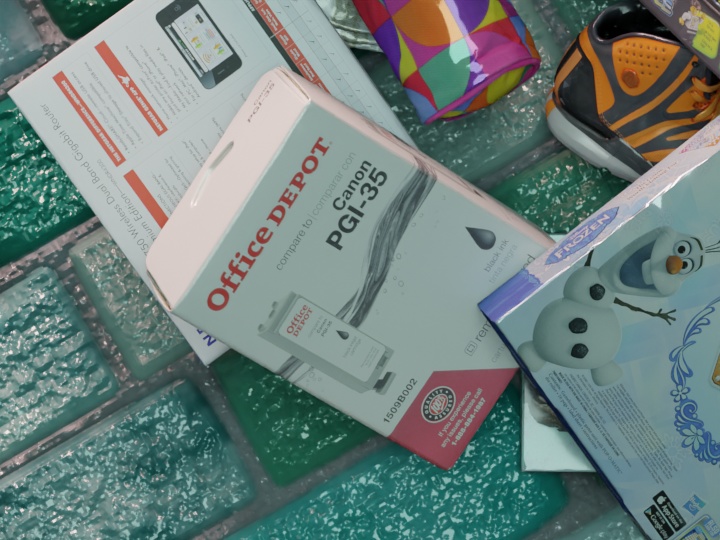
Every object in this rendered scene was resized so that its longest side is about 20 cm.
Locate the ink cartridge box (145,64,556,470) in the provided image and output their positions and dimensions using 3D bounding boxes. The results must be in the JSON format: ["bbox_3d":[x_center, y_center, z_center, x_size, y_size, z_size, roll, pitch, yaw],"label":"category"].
[{"bbox_3d":[0.000,0.000,1.329,0.200,0.083,0.147,30,98,-23],"label":"ink cartridge box"}]

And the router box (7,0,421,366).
[{"bbox_3d":[-0.078,-0.077,1.382,0.179,0.049,0.200,-35,97,-1],"label":"router box"}]

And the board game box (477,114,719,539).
[{"bbox_3d":[0.201,0.038,1.329,0.199,0.043,0.200,-37,111,-2],"label":"board game box"}]

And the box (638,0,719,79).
[{"bbox_3d":[0.203,-0.180,1.342,0.110,0.035,0.200,-17,51,-30],"label":"box"}]

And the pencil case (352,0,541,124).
[{"bbox_3d":[0.026,-0.182,1.373,0.088,0.088,0.200,-29,82,-1],"label":"pencil case"}]

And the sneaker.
[{"bbox_3d":[0.209,-0.085,1.356,0.200,0.112,0.078,27,44,3],"label":"sneaker"}]

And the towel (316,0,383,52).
[{"bbox_3d":[-0.027,-0.212,1.427,0.199,0.024,0.147,12,83,1],"label":"towel"}]

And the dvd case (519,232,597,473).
[{"bbox_3d":[0.195,0.050,1.398,0.199,0.022,0.147,1,85,0],"label":"dvd case"}]
